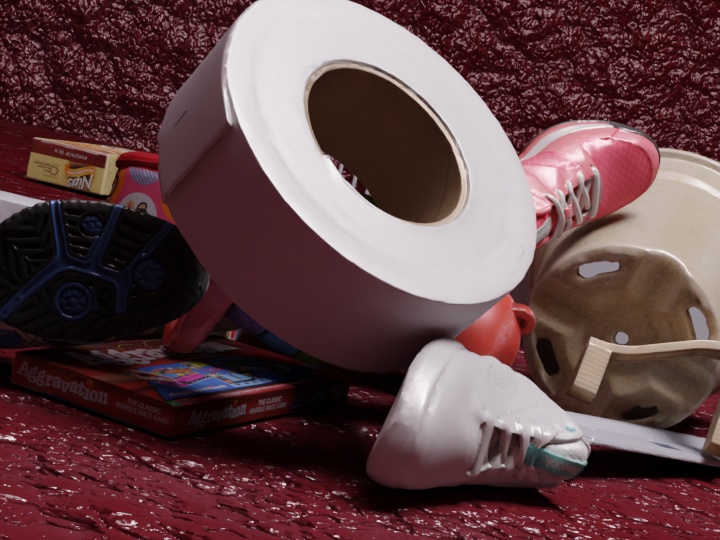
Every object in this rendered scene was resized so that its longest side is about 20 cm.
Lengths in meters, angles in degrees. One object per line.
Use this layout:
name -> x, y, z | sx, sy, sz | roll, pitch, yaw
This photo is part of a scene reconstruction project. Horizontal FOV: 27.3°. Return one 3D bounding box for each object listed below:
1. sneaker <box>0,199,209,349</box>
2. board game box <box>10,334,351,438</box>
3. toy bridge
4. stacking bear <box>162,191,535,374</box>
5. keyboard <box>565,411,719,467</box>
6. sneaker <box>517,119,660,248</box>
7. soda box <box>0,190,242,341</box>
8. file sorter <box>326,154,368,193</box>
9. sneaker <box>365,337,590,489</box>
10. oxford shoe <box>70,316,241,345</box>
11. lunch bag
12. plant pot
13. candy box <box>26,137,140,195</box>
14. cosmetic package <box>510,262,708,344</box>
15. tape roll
sneaker -> -0.180, 0.004, 0.791 | 0.200, 0.076, 0.077 | -3, -2, 0
board game box -> -0.094, 0.061, 0.838 | 0.103, 0.019, 0.200 | 14, 6, 24
toy bridge -> 0.234, 0.084, 0.924 | 0.200, 0.067, 0.027 | 21, -20, 7
stacking bear -> 0.003, 0.015, 0.871 | 0.200, 0.121, 0.114 | 24, 38, -16
keyboard -> 0.184, 0.109, 0.922 | 0.200, 0.011, 0.056 | 14, 9, -43
sneaker -> 0.112, -0.038, 0.958 | 0.200, 0.074, 0.087 | -14, 32, -13
soda box -> -0.176, -0.002, 1.008 | 0.200, 0.068, 0.064 | 13, 5, 5
file sorter -> -0.084, -0.106, 1.810 | 0.124, 0.139, 0.200 | 13, 5, -26
sneaker -> 0.072, 0.084, 0.761 | 0.088, 0.075, 0.200 | 27, 10, 20
oxford shoe -> -0.116, 0.016, 0.920 | 0.200, 0.075, 0.058 | 1, 30, -18
lunch bag -> -0.093, -0.026, 1.189 | 0.176, 0.082, 0.200 | 12, -9, 33
plant pot -> 0.198, 0.027, 1.049 | 0.200, 0.201, 0.183 | 14, 18, 16
candy box -> -0.324, -0.130, 1.913 | 0.115, 0.055, 0.200 | 15, 7, 22
cosmetic package -> 0.241, -0.004, 1.388 | 0.167, 0.167, 0.200 | 12, 7, -7
tape roll -> -0.005, -0.049, 0.781 | 0.202, 0.071, 0.203 | 25, 44, -26
